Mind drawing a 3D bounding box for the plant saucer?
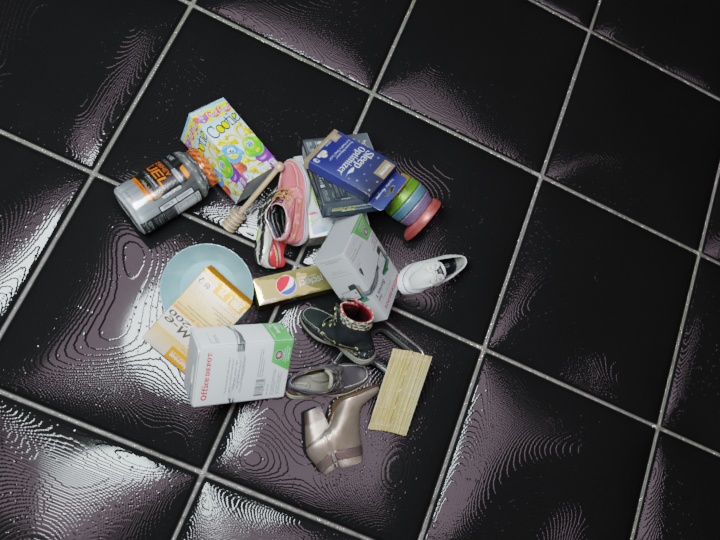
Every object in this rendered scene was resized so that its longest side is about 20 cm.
[{"bbox_3d":[-0.336,0.040,1.374,0.201,0.039,0.201,0,94,-6],"label":"plant saucer"}]

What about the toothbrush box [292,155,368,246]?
[{"bbox_3d":[-0.075,-0.171,1.475,0.145,0.086,0.200,-9,81,-15],"label":"toothbrush box"}]

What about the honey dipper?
[{"bbox_3d":[-0.240,-0.168,1.406,0.038,0.038,0.200,43,107,0],"label":"honey dipper"}]

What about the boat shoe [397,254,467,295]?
[{"bbox_3d":[0.173,0.006,1.468,0.200,0.066,0.072,-16,89,-38],"label":"boat shoe"}]

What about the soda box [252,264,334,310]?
[{"bbox_3d":[-0.143,0.034,1.421,0.200,0.068,0.064,-14,80,-16],"label":"soda box"}]

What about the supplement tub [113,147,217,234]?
[{"bbox_3d":[-0.426,-0.180,1.377,0.200,0.123,0.123,-37,87,-18],"label":"supplement tub"}]

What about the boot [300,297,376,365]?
[{"bbox_3d":[-0.048,0.104,1.355,0.203,0.154,0.073,31,56,23],"label":"boot"}]

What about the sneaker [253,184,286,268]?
[{"bbox_3d":[-0.193,-0.099,1.450,0.085,0.077,0.200,16,74,-30],"label":"sneaker"}]

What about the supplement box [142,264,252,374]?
[{"bbox_3d":[-0.342,0.103,1.321,0.126,0.074,0.200,42,90,-8],"label":"supplement box"}]

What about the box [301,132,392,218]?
[{"bbox_3d":[-0.033,-0.215,1.392,0.158,0.051,0.200,-11,58,-15],"label":"box"}]

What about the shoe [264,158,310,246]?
[{"bbox_3d":[-0.161,-0.156,1.380,0.071,0.091,0.200,-6,84,25],"label":"shoe"}]

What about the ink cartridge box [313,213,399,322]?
[{"bbox_3d":[0.000,0.000,1.382,0.200,0.084,0.146,56,37,-29],"label":"ink cartridge box"}]

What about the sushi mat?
[{"bbox_3d":[0.089,0.274,1.405,0.096,0.012,0.200,16,98,-11],"label":"sushi mat"}]

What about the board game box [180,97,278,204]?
[{"bbox_3d":[-0.299,-0.272,1.425,0.200,0.105,0.103,49,55,2],"label":"board game box"}]

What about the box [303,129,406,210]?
[{"bbox_3d":[-0.007,-0.220,1.350,0.200,0.032,0.121,31,57,10],"label":"box"}]

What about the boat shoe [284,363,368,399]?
[{"bbox_3d":[-0.071,0.245,1.388,0.200,0.065,0.072,-4,75,-17],"label":"boat shoe"}]

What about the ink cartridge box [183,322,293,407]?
[{"bbox_3d":[-0.253,0.191,1.291,0.200,0.084,0.146,0,115,-30],"label":"ink cartridge box"}]

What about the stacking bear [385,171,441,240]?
[{"bbox_3d":[0.084,-0.186,1.493,0.200,0.114,0.121,40,72,-5],"label":"stacking bear"}]

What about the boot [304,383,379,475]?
[{"bbox_3d":[-0.028,0.352,1.372,0.200,0.070,0.146,-21,80,-7],"label":"boot"}]

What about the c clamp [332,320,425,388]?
[{"bbox_3d":[0.054,0.201,1.438,0.200,0.027,0.171,33,54,-5],"label":"c clamp"}]
